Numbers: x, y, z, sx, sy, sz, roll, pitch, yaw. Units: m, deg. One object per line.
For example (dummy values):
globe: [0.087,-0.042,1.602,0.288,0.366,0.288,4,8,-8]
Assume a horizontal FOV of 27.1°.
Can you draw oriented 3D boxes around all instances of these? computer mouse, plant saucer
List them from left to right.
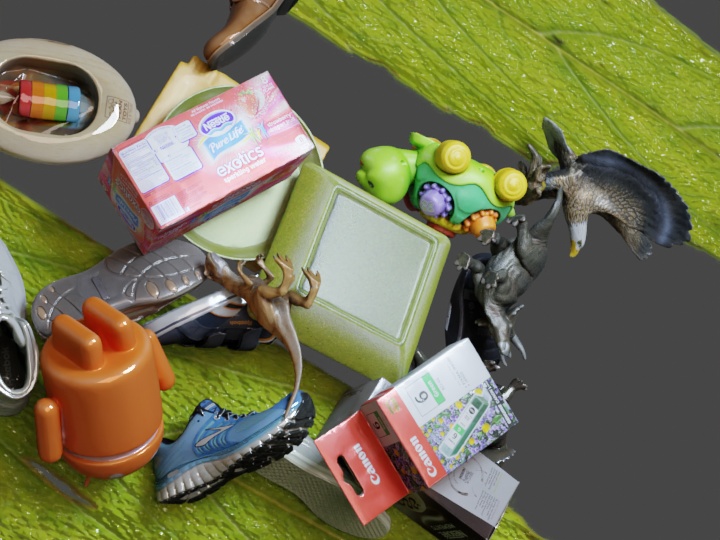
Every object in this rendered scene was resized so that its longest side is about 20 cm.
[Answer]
plant saucer: [-0.138,-0.106,1.656,0.199,0.031,0.202,5,75,-21]
plant saucer: [0.000,0.000,1.638,0.199,0.048,0.201,28,65,-16]
computer mouse: [0.106,0.078,1.741,0.139,0.046,0.202,4,88,-26]

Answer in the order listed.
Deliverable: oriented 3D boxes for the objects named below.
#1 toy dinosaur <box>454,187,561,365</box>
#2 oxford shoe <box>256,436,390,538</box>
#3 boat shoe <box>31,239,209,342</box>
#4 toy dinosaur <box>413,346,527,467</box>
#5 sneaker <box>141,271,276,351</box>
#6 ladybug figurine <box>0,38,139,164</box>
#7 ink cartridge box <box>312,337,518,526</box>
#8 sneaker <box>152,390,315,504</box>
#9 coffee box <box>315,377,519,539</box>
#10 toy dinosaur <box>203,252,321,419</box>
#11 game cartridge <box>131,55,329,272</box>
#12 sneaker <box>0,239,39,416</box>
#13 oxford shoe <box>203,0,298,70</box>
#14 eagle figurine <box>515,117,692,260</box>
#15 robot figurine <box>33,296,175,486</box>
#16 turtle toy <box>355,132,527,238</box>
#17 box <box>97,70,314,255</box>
toy dinosaur: [0.171,-0.005,1.699,0.102,0.077,0.201,44,67,-50]
oxford shoe: [-0.044,0.224,1.633,0.200,0.075,0.058,37,42,-12]
boat shoe: [-0.256,0.025,1.588,0.199,0.072,0.076,-18,68,-21]
toy dinosaur: [0.122,0.152,1.681,0.200,0.077,0.103,42,67,-23]
sneaker: [-0.139,0.055,1.624,0.199,0.078,0.080,-22,93,-21]
ladybug figurine: [-0.337,-0.175,1.598,0.199,0.072,0.137,10,74,-20]
ink cartridge box: [0.060,0.169,1.570,0.199,0.050,0.109,-32,90,-28]
sneaker: [-0.141,0.168,1.557,0.199,0.078,0.090,-28,71,15]
coffee box: [0.061,0.214,1.651,0.200,0.113,0.080,37,67,-10]
toy dinosaur: [-0.086,0.045,1.551,0.060,0.106,0.200,8,37,-54]
game cartridge: [-0.156,-0.123,1.684,0.199,0.032,0.177,33,67,-14]
sneaker: [-0.365,0.040,1.514,0.073,0.116,0.201,-12,81,-22]
oxford shoe: [-0.129,-0.304,1.721,0.071,0.071,0.200,40,55,-4]
eagle figurine: [0.286,-0.086,1.805,0.198,0.152,0.152,6,38,-7]
robot figurine: [-0.258,0.126,1.511,0.116,0.201,0.144,2,35,5]
turtle toy: [0.092,-0.099,1.734,0.199,0.146,0.102,24,90,-14]
box: [-0.164,-0.114,1.577,0.199,0.095,0.103,-31,86,-25]
